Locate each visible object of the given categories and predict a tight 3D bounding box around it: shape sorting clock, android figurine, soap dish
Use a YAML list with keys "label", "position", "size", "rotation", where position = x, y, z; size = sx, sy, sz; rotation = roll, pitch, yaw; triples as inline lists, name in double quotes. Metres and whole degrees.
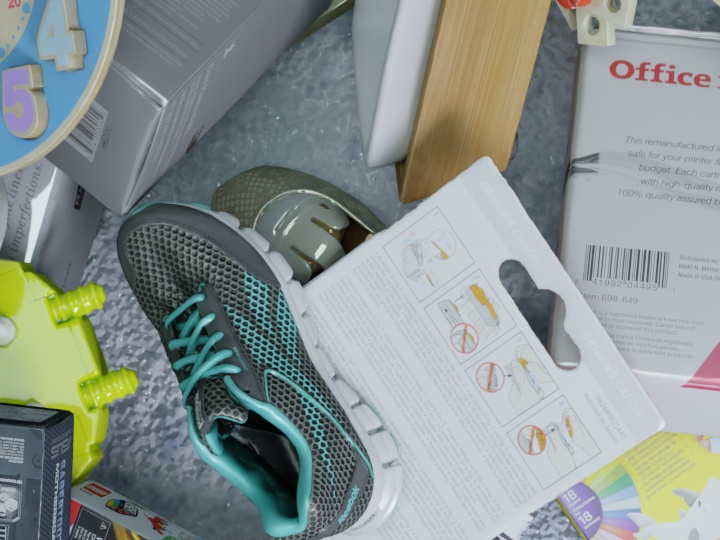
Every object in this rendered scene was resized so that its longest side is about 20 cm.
- label: "shape sorting clock"
  position: [-0.193, -0.143, 0.965]
  size: [0.198, 0.039, 0.202]
  rotation: [2, 94, 31]
- label: "android figurine"
  position: [-0.210, 0.069, 1.029]
  size: [0.198, 0.041, 0.184]
  rotation: [-20, 86, 4]
- label: "soap dish"
  position: [0.051, -0.159, 1.053]
  size: [0.080, 0.158, 0.201]
  rotation: [6, 128, -8]

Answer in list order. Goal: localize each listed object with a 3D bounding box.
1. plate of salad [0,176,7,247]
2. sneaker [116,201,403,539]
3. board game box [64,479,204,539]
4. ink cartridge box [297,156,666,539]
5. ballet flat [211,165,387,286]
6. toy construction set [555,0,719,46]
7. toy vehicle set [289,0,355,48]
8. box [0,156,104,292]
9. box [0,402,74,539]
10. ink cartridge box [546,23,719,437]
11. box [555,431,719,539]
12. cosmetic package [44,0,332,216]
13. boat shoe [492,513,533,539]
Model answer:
- label: "plate of salad"
  position: [-0.272, -0.021, 1.000]
  size: [0.198, 0.048, 0.201]
  rotation: [3, 48, -4]
- label: "sneaker"
  position: [-0.059, 0.050, 1.006]
  size: [0.078, 0.091, 0.200]
  rotation: [-43, 80, 25]
- label: "board game box"
  position: [-0.120, 0.222, 1.010]
  size: [0.125, 0.035, 0.202]
  rotation: [25, 104, 17]
- label: "ink cartridge box"
  position: [0.038, 0.058, 1.042]
  size: [0.199, 0.050, 0.163]
  rotation: [-36, 85, 23]
- label: "ballet flat"
  position: [0.000, 0.000, 1.124]
  size: [0.199, 0.062, 0.068]
  rotation: [34, 85, 12]
- label: "toy construction set"
  position: [0.192, -0.173, 1.068]
  size: [0.199, 0.092, 0.131]
  rotation: [-29, 63, -29]
- label: "toy vehicle set"
  position: [0.005, -0.231, 1.164]
  size: [0.199, 0.027, 0.125]
  rotation: [-33, 84, 2]
- label: "box"
  position: [-0.262, 0.001, 1.121]
  size: [0.198, 0.131, 0.201]
  rotation: [17, 88, 6]
- label: "box"
  position: [-0.241, 0.137, 0.984]
  size: [0.198, 0.051, 0.159]
  rotation: [5, 97, 9]
- label: "ink cartridge box"
  position: [0.176, -0.020, 1.077]
  size: [0.144, 0.085, 0.202]
  rotation: [6, 67, 5]
- label: "box"
  position: [0.172, 0.120, 1.118]
  size: [0.117, 0.048, 0.201]
  rotation: [-34, 86, 2]
- label: "cosmetic package"
  position: [-0.085, -0.136, 1.056]
  size: [0.090, 0.107, 0.200]
  rotation: [38, 56, 7]
- label: "boat shoe"
  position: [0.000, 0.097, 1.126]
  size: [0.200, 0.072, 0.068]
  rotation: [40, 89, -1]
